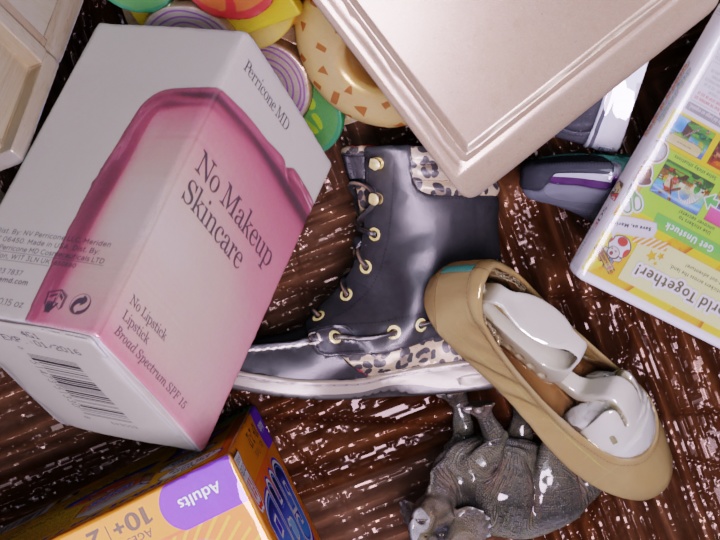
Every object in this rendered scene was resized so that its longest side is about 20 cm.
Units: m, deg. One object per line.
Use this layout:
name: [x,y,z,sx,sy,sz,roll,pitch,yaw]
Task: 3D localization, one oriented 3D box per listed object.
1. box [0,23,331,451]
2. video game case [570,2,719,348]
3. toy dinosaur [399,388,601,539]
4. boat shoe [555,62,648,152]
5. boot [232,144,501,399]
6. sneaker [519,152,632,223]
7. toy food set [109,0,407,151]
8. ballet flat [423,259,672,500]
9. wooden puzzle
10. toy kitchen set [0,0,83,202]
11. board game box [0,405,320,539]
box: [-0.117,-0.021,0.939,0.108,0.128,0.201,7,61,30]
video game case: [0.249,-0.037,0.987,0.199,0.023,0.183,25,102,-19]
toy dinosaur: [0.094,0.125,1.034,0.199,0.077,0.103,-3,97,-32]
boat shoe: [0.149,-0.176,1.018,0.067,0.072,0.201,14,100,-2]
boot: [0.000,0.000,1.020,0.198,0.073,0.152,-1,94,-4]
sneaker: [0.193,-0.022,1.022,0.198,0.074,0.088,6,97,-1]
toy food set: [-0.053,-0.152,0.979,0.197,0.049,0.200,-16,127,28]
ballet flat: [0.121,0.066,0.981,0.200,0.063,0.069,39,60,-15]
wooden puzzle: [0.076,-0.166,0.923,0.185,0.037,0.200,-38,116,4]
toy kitchen set: [-0.249,-0.100,1.026,0.199,0.181,0.163,-16,136,32]
board game box: [-0.112,0.221,0.965,0.199,0.200,0.201,-26,92,2]
